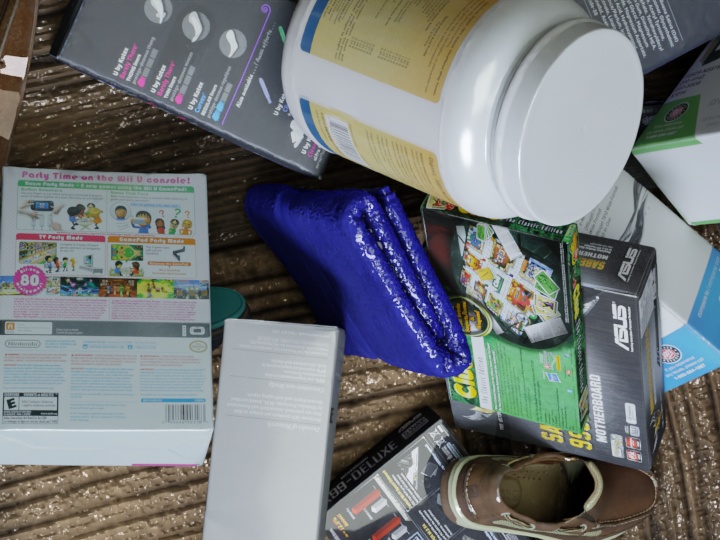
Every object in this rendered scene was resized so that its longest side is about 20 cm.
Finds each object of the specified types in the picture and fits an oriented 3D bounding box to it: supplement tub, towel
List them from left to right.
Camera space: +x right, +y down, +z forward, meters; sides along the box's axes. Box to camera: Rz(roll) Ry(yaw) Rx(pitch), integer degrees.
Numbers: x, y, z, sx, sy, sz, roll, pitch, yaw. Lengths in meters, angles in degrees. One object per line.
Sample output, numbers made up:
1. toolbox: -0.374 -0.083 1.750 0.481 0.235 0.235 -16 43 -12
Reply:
1. towel: 0.000 0.000 1.230 0.049 0.200 0.148 -38 108 -16
2. supplement tub: 0.063 -0.118 1.107 0.144 0.199 0.146 -26 129 -38

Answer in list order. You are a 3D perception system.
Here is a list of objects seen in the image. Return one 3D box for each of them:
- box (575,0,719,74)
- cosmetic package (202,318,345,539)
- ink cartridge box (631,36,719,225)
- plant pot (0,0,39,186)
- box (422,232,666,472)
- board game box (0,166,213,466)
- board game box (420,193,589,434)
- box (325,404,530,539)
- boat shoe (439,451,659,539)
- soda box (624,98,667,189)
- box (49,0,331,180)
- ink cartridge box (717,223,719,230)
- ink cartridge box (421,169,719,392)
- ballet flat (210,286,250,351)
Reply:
1. box: 0.166 -0.193 1.264 0.198 0.148 0.105 -27 103 -7
2. cosmetic package: -0.060 0.137 1.208 0.089 0.107 0.203 3 87 2
3. ink cartridge box: 0.304 -0.134 1.221 0.084 0.146 0.201 46 67 -20
4. plant pot: -0.330 -0.124 1.152 0.196 0.200 0.203 13 95 -7
5. box: 0.134 0.051 1.251 0.157 0.049 0.201 12 141 21
6. board game box: -0.178 0.030 1.209 0.146 0.064 0.202 2 61 -10
7. board game box: 0.100 0.032 1.188 0.104 0.201 0.024 13 51 20
8. box: 0.052 0.232 1.351 0.157 0.050 0.201 -38 104 -4
9. boat shoe: 0.159 0.170 1.321 0.200 0.075 0.076 1 80 -35
10. soda box: 0.249 -0.100 1.335 0.197 0.071 0.064 -6 98 -12
11. box: -0.105 -0.155 1.224 0.198 0.122 0.107 23 92 -15
12. ink cartridge box: 0.385 -0.012 1.335 0.198 0.068 0.117 -1 57 -24
13. ink cartridge box: 0.163 0.002 1.286 0.199 0.145 0.084 38 54 -14
14. ballet flat: -0.176 0.060 1.274 0.198 0.073 0.074 -11 100 -17
